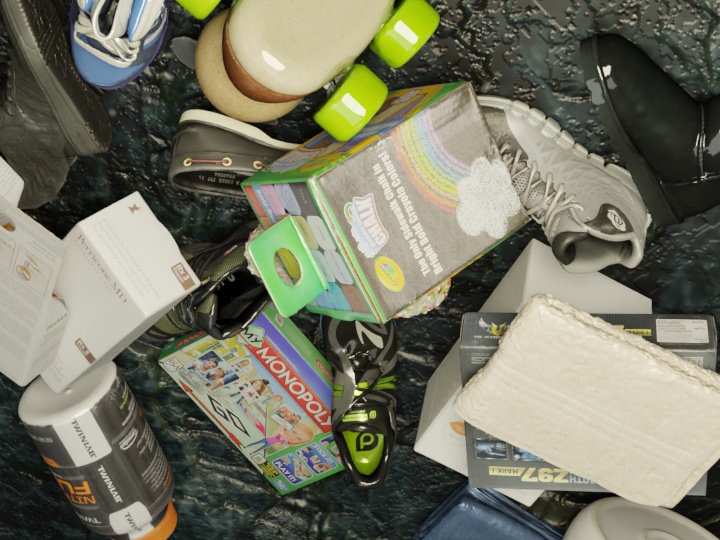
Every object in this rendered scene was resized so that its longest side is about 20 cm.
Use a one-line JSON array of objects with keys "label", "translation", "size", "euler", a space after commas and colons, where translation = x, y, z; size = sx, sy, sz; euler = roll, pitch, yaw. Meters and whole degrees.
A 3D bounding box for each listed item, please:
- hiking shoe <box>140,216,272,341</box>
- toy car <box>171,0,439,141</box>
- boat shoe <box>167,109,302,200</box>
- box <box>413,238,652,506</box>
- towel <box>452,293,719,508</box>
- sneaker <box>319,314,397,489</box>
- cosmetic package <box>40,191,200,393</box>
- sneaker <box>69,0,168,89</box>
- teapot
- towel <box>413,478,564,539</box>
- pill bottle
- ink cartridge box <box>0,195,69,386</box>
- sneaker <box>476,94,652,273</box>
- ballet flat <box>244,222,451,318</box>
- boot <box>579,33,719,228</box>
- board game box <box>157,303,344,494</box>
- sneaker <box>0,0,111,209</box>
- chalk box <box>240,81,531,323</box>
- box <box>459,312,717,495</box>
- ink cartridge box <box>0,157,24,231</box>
[{"label": "hiking shoe", "translation": [-0.139, 0.022, 1.163], "size": [0.200, 0.101, 0.076], "euler": [-29, 115, 29]}, {"label": "toy car", "translation": [-0.069, -0.176, 1.011], "size": [0.164, 0.158, 0.200], "euler": [41, 153, -12]}, {"label": "boat shoe", "translation": [-0.059, -0.074, 1.080], "size": [0.201, 0.063, 0.074], "euler": [14, 159, -8]}, {"label": "box", "translation": [0.150, 0.093, 1.151], "size": [0.124, 0.098, 0.200], "euler": [27, 127, -8]}, {"label": "towel", "translation": [0.188, 0.102, 1.004], "size": [0.200, 0.035, 0.133], "euler": [26, 124, -8]}, {"label": "sneaker", "translation": [0.005, 0.109, 1.191], "size": [0.071, 0.083, 0.200], "euler": [-6, 112, -4]}, {"label": "cosmetic package", "translation": [-0.235, 0.024, 1.158], "size": [0.102, 0.074, 0.200], "euler": [54, 139, 1]}, {"label": "sneaker", "translation": [-0.190, -0.194, 0.989], "size": [0.080, 0.147, 0.200], "euler": [28, 126, -8]}, {"label": "teapot", "translation": [0.263, 0.317, 1.224], "size": [0.200, 0.197, 0.146], "euler": [20, 110, -3]}, {"label": "towel", "translation": [0.159, 0.292, 1.325], "size": [0.200, 0.049, 0.112], "euler": [32, 126, -12]}, {"label": "pill bottle", "translation": [-0.253, 0.191, 1.309], "size": [0.106, 0.106, 0.200], "euler": [-10, 123, 19]}, {"label": "ink cartridge box", "translation": [-0.316, -0.012, 1.105], "size": [0.162, 0.057, 0.200], "euler": [35, 130, 5]}, {"label": "sneaker", "translation": [0.143, -0.062, 1.029], "size": [0.200, 0.116, 0.075], "euler": [24, 127, -5]}, {"label": "ballet flat", "translation": [0.000, 0.000, 1.093], "size": [0.200, 0.076, 0.064], "euler": [9, 172, -27]}, {"label": "boot", "translation": [0.273, -0.121, 0.984], "size": [0.162, 0.073, 0.198], "euler": [-18, 127, 26]}, {"label": "board game box", "translation": [-0.083, 0.124, 1.271], "size": [0.134, 0.029, 0.200], "euler": [-27, 116, 29]}, {"label": "sneaker", "translation": [-0.282, -0.145, 1.099], "size": [0.104, 0.060, 0.200], "euler": [-10, 129, 16]}, {"label": "chalk box", "translation": [0.002, -0.041, 0.988], "size": [0.124, 0.200, 0.125], "euler": [6, 125, 62]}, {"label": "box", "translation": [0.183, 0.109, 1.062], "size": [0.200, 0.051, 0.158], "euler": [0, 125, 11]}, {"label": "ink cartridge box", "translation": [-0.388, -0.073, 1.160], "size": [0.199, 0.041, 0.200], "euler": [-16, 121, 42]}]
